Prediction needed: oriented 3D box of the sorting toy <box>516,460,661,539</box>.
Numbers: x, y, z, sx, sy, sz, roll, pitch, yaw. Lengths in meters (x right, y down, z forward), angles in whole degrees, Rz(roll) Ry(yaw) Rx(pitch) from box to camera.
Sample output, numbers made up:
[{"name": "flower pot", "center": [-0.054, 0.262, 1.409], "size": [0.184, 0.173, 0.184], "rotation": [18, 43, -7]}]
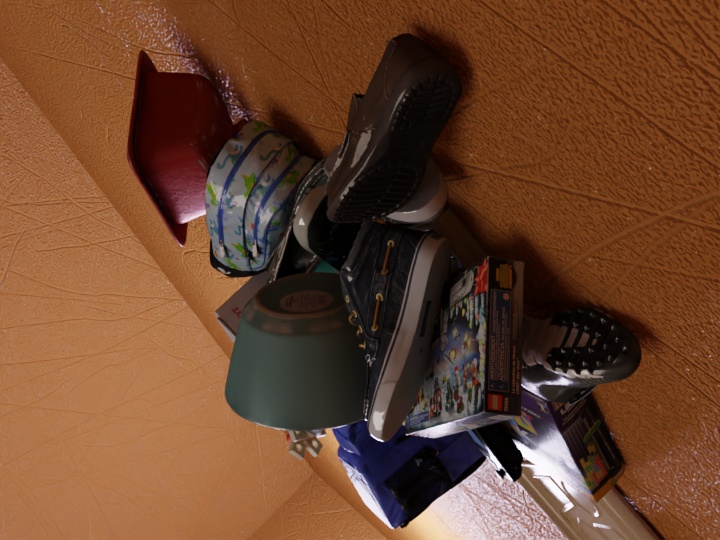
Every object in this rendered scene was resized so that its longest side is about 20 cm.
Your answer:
[{"name": "sorting toy", "center": [0.294, 0.305, 1.168], "size": [0.185, 0.036, 0.200], "rotation": [48, 160, 1]}]

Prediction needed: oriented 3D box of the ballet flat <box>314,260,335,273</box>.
[{"name": "ballet flat", "center": [0.000, 0.000, 1.150], "size": [0.197, 0.073, 0.072], "rotation": [17, 157, 10]}]

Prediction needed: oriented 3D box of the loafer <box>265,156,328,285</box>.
[{"name": "loafer", "center": [-0.056, -0.037, 1.063], "size": [0.071, 0.063, 0.201], "rotation": [23, 128, -10]}]

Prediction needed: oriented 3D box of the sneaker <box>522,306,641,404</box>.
[{"name": "sneaker", "center": [0.193, 0.082, 0.848], "size": [0.090, 0.067, 0.199], "rotation": [36, 161, -22]}]

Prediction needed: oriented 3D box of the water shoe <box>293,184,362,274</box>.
[{"name": "water shoe", "center": [-0.003, -0.028, 1.000], "size": [0.078, 0.072, 0.200], "rotation": [26, 171, 27]}]

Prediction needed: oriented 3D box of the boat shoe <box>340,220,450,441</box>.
[{"name": "boat shoe", "center": [0.020, 0.055, 0.895], "size": [0.090, 0.203, 0.071], "rotation": [16, -179, 25]}]

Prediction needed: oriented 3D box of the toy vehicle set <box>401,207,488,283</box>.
[{"name": "toy vehicle set", "center": [0.088, 0.002, 1.002], "size": [0.125, 0.026, 0.200], "rotation": [50, 165, -7]}]

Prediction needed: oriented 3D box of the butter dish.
[{"name": "butter dish", "center": [-0.212, -0.168, 1.226], "size": [0.200, 0.145, 0.202], "rotation": [69, -165, -54]}]

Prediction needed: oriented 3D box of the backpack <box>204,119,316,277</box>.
[{"name": "backpack", "center": [-0.122, -0.092, 1.149], "size": [0.153, 0.163, 0.201], "rotation": [29, 151, 29]}]

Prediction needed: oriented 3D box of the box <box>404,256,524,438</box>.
[{"name": "box", "center": [0.095, 0.080, 0.886], "size": [0.039, 0.139, 0.200], "rotation": [9, 162, -15]}]

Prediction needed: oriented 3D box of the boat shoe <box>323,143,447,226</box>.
[{"name": "boat shoe", "center": [0.031, -0.075, 0.905], "size": [0.066, 0.070, 0.199], "rotation": [48, 168, -32]}]

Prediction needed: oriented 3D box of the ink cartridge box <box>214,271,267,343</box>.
[{"name": "ink cartridge box", "center": [-0.070, 0.051, 1.228], "size": [0.144, 0.200, 0.085], "rotation": [40, 163, 25]}]

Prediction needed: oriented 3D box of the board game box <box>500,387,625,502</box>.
[{"name": "board game box", "center": [0.185, 0.149, 1.040], "size": [0.199, 0.057, 0.166], "rotation": [26, 154, 55]}]

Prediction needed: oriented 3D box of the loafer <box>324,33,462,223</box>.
[{"name": "loafer", "center": [0.022, -0.114, 0.772], "size": [0.201, 0.072, 0.072], "rotation": [-55, 46, 46]}]

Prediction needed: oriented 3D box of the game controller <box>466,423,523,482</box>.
[{"name": "game controller", "center": [0.114, 0.157, 1.072], "size": [0.201, 0.042, 0.104], "rotation": [53, 166, -9]}]

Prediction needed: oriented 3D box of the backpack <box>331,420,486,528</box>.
[{"name": "backpack", "center": [0.075, 0.221, 1.250], "size": [0.169, 0.199, 0.162], "rotation": [61, 167, -13]}]

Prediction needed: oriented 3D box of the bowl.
[{"name": "bowl", "center": [-0.050, 0.071, 0.979], "size": [0.200, 0.199, 0.107], "rotation": [27, 126, 53]}]

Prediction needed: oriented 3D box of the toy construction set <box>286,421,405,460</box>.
[{"name": "toy construction set", "center": [-0.002, 0.160, 1.142], "size": [0.092, 0.198, 0.133], "rotation": [43, -151, -48]}]
